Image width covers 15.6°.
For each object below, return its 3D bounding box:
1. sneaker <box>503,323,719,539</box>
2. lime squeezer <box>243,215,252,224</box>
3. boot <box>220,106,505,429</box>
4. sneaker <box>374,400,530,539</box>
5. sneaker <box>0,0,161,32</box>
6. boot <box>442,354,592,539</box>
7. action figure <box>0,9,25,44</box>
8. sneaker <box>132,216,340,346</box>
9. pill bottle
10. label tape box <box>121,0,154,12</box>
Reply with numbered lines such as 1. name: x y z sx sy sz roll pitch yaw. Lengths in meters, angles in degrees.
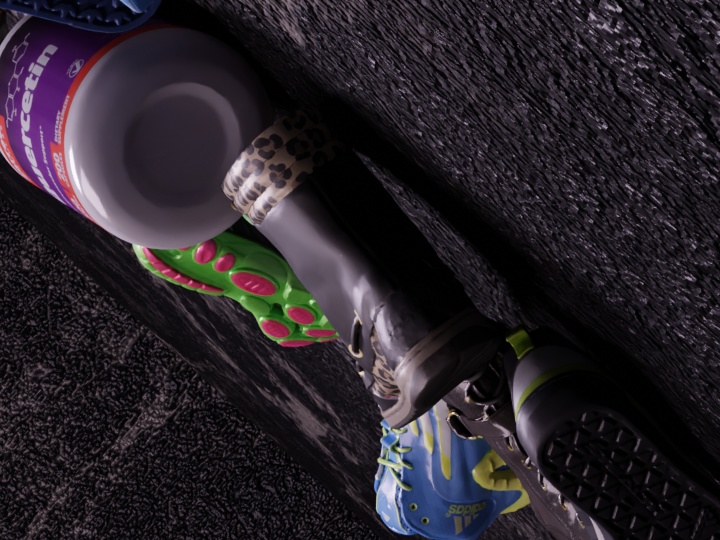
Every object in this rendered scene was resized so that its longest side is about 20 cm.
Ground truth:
1. sneaker: 0.131 0.093 1.315 0.200 0.071 0.083 54 -174 -40
2. lime squeezer: -0.069 -0.067 1.521 0.200 0.038 0.071 46 -158 -35
3. boot: 0.000 0.000 1.314 0.151 0.073 0.200 51 178 4
4. sneaker: 0.042 0.106 1.604 0.076 0.105 0.200 32 168 49
5. sneaker: -0.184 -0.163 1.185 0.199 0.070 0.078 18 -159 -25
6. boot: 0.099 0.100 1.440 0.174 0.069 0.200 48 169 -19
7. action figure: -0.240 -0.145 1.671 0.193 0.104 0.201 36 147 66
8. sneaker: -0.057 -0.014 1.622 0.076 0.084 0.200 -19 144 33
9. pill bottle: -0.130 -0.084 1.397 0.112 0.113 0.200 46 171 -27
10. label tape box: -0.158 -0.206 1.047 0.200 0.063 0.144 39 173 29
